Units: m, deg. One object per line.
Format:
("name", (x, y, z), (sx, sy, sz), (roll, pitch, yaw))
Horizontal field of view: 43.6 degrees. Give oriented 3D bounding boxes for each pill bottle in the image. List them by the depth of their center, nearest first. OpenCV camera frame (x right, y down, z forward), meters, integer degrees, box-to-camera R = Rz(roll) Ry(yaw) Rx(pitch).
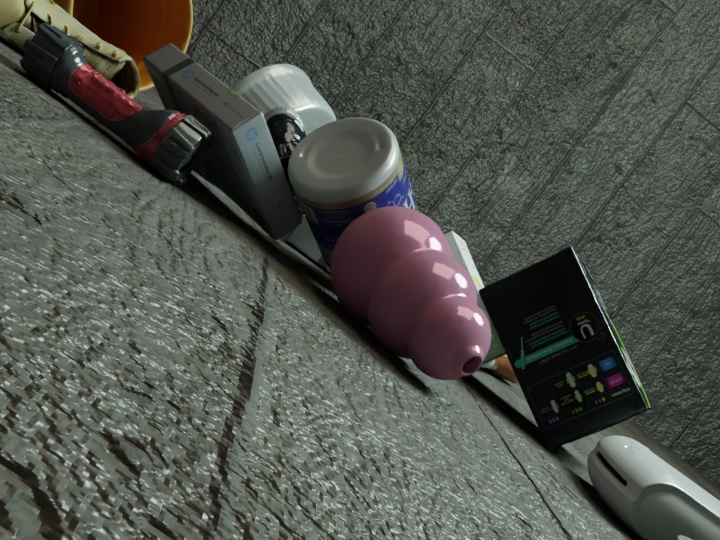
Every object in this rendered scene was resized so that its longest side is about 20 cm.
("pill bottle", (0.005, -0.056, 0.990), (0.120, 0.120, 0.200), (40, -18, 40))

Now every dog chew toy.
("dog chew toy", (0.053, 0.026, 0.857), (0.124, 0.125, 0.200), (32, 14, -45))

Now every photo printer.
("photo printer", (0.322, 0.248, 0.905), (0.200, 0.070, 0.166), (36, 5, -5))

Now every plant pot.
("plant pot", (-0.368, -0.362, 1.250), (0.183, 0.201, 0.200), (20, -6, 36))

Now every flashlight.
("flashlight", (-0.241, -0.168, 0.887), (0.200, 0.068, 0.068), (38, 0, 1))

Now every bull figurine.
("bull figurine", (0.197, 0.101, 1.329), (0.200, 0.065, 0.122), (44, 39, -57))

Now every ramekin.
("ramekin", (-0.133, -0.219, 1.438), (0.098, 0.200, 0.200), (48, 9, 25))

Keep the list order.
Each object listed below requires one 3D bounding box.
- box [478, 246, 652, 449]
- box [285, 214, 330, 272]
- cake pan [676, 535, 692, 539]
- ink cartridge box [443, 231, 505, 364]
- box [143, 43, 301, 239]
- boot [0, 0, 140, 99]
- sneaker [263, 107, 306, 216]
("box", (0.246, 0.095, 1.070), (0.200, 0.124, 0.149), (67, 15, 15))
("box", (0.000, 0.000, 1.171), (0.200, 0.041, 0.156), (36, 5, -3))
("cake pan", (0.324, 0.289, 0.705), (0.200, 0.037, 0.200), (37, 4, -3))
("ink cartridge box", (0.118, 0.022, 1.127), (0.200, 0.067, 0.117), (67, 11, 9))
("box", (-0.153, -0.144, 0.990), (0.200, 0.041, 0.156), (42, -21, 40))
("boot", (-0.342, -0.259, 1.008), (0.155, 0.073, 0.200), (35, -1, 11))
("sneaker", (-0.096, -0.115, 1.237), (0.114, 0.075, 0.200), (-98, 178, -48))
